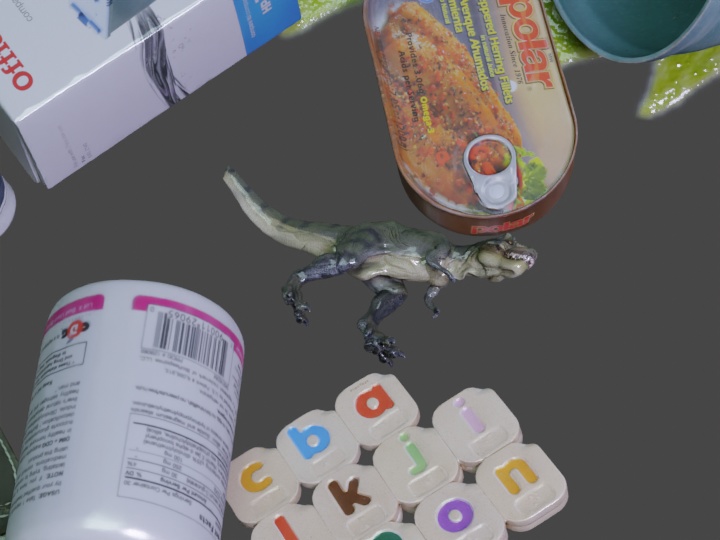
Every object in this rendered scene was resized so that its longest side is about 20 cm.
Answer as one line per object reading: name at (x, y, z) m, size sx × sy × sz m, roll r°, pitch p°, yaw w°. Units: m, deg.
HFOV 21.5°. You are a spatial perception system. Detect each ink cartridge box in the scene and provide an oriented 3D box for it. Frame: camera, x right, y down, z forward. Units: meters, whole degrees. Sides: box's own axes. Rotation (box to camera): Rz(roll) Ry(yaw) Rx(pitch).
ink cartridge box at (-0.159, -0.171, 1.176) m, size 0.199 × 0.086 × 0.147 m, roll -35°, pitch 67°, yaw -13°

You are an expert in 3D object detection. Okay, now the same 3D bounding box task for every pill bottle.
pill bottle at (-0.127, 0.117, 1.009) m, size 0.112 × 0.114 × 0.202 m, roll 2°, pitch 57°, yaw 6°

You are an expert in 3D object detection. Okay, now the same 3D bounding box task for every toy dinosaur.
toy dinosaur at (0.000, 0.000, 1.104) m, size 0.198 × 0.048 × 0.089 m, roll 14°, pitch 57°, yaw 13°

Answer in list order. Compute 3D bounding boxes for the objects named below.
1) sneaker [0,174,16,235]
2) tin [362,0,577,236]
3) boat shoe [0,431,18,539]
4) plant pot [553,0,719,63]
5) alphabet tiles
sneaker at (-0.317, -0.073, 1.111) m, size 0.200 × 0.146 × 0.078 m, roll 1°, pitch 66°, yaw 7°
tin at (0.067, -0.114, 1.155) m, size 0.111 × 0.042 × 0.202 m, roll -13°, pitch 65°, yaw 3°
boat shoe at (-0.251, 0.070, 1.066) m, size 0.072 × 0.061 × 0.202 m, roll -17°, pitch 55°, yaw -46°
plant pot at (0.211, -0.226, 1.124) m, size 0.133 × 0.201 × 0.202 m, roll -5°, pitch 61°, yaw -28°
alphabet tiles at (0.009, 0.143, 1.019) m, size 0.199 × 0.015 × 0.196 m, roll -32°, pitch 46°, yaw -8°
